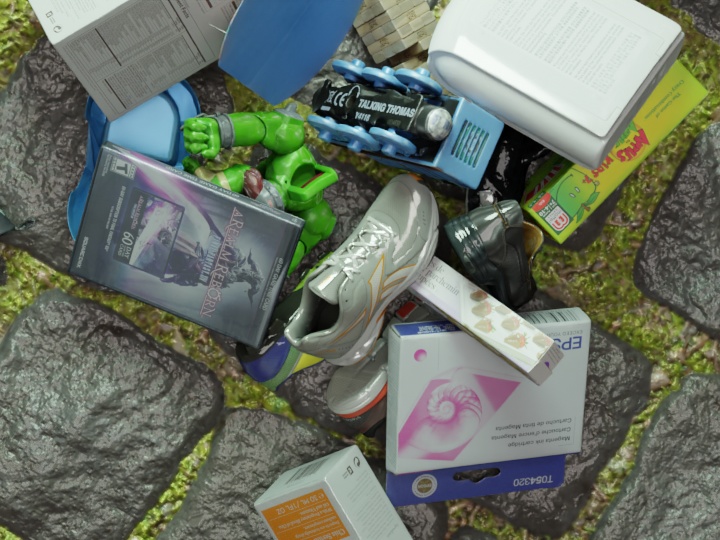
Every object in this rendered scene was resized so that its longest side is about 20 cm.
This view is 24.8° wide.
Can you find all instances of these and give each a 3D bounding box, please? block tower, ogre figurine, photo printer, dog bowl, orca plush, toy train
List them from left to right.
[{"bbox_3d":[-0.217,-0.102,1.587,0.111,0.050,0.201,11,96,-5],"label":"dog bowl"},{"bbox_3d":[-0.089,-0.071,1.565,0.120,0.098,0.201,-29,99,-20],"label":"ogre figurine"},{"bbox_3d":[0.035,-0.135,1.519,0.114,0.200,0.087,28,84,-35],"label":"toy train"},{"bbox_3d":[0.052,-0.208,1.582,0.058,0.054,0.200,-34,98,-36],"label":"block tower"},{"bbox_3d":[0.165,-0.128,1.582,0.071,0.105,0.200,12,63,34],"label":"orca plush"},{"bbox_3d":[0.171,-0.202,1.498,0.200,0.070,0.167,31,63,13],"label":"photo printer"}]

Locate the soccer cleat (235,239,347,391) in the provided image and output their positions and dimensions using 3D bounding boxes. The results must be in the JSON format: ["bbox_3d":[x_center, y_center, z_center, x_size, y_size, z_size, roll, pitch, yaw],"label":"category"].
[{"bbox_3d":[-0.033,0.041,1.618,0.200,0.065,0.084,-37,127,-4],"label":"soccer cleat"}]

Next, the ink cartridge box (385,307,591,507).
[{"bbox_3d":[0.123,0.141,1.596,0.196,0.043,0.201,-6,111,-15],"label":"ink cartridge box"}]

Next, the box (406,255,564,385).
[{"bbox_3d":[0.101,0.035,1.524,0.200,0.041,0.039,37,83,31],"label":"box"}]

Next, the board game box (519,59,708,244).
[{"bbox_3d":[0.237,-0.118,1.589,0.048,0.102,0.200,44,91,-11],"label":"board game box"}]

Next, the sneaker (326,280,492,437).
[{"bbox_3d":[0.060,0.089,1.627,0.200,0.077,0.082,-36,125,-1],"label":"sneaker"}]

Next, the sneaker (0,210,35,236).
[{"bbox_3d":[-0.375,-0.080,1.571,0.139,0.078,0.201,19,104,-7],"label":"sneaker"}]

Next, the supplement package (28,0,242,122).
[{"bbox_3d":[-0.196,-0.272,1.495,0.200,0.151,0.152,-31,64,0],"label":"supplement package"}]

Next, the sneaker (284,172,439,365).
[{"bbox_3d":[0.000,0.000,1.512,0.076,0.092,0.201,35,105,33],"label":"sneaker"}]

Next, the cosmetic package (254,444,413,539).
[{"bbox_3d":[-0.006,0.283,1.608,0.101,0.071,0.200,-26,99,35],"label":"cosmetic package"}]

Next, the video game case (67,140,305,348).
[{"bbox_3d":[-0.165,-0.022,1.532,0.199,0.019,0.143,22,120,2],"label":"video game case"}]

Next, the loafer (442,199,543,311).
[{"bbox_3d":[0.143,-0.014,1.550,0.072,0.200,0.073,-31,71,10],"label":"loafer"}]

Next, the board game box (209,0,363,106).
[{"bbox_3d":[-0.068,-0.239,1.479,0.039,0.200,0.158,38,94,21],"label":"board game box"}]
